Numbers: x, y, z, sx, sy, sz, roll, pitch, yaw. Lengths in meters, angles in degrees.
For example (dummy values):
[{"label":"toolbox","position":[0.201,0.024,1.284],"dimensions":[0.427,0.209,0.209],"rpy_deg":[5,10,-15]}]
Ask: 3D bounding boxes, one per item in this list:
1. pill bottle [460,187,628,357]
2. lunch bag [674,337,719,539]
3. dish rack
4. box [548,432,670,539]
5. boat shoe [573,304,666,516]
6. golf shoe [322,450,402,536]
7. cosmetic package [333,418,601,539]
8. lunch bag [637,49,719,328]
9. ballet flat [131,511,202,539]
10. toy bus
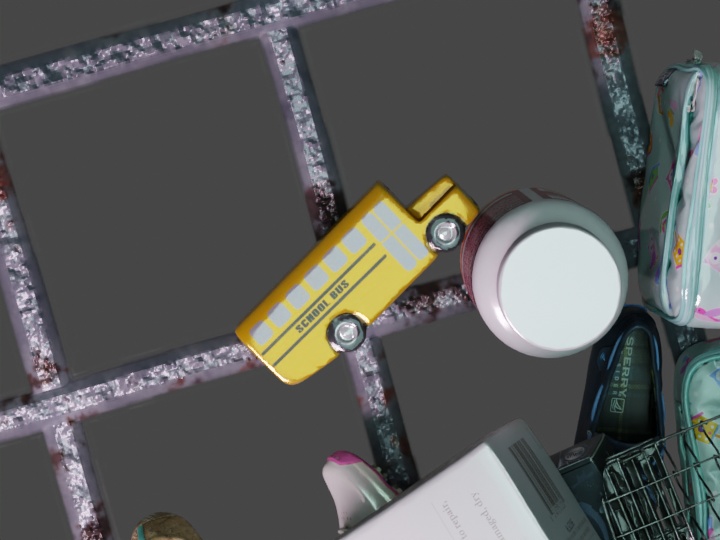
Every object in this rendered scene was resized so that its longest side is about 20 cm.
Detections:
[{"label":"pill bottle","position":[0.133,0.001,1.275],"dimensions":[0.112,0.200,0.114],"rpy_deg":[0,96,0]},{"label":"lunch bag","position":[0.322,0.148,1.347],"dimensions":[0.159,0.077,0.202],"rpy_deg":[-9,95,0]},{"label":"dish rack","position":[0.280,0.167,1.278],"dimensions":[0.199,0.055,0.155],"rpy_deg":[-23,93,4]},{"label":"box","position":[0.168,0.244,1.347],"dimensions":[0.159,0.044,0.201],"rpy_deg":[-27,99,30]},{"label":"boat shoe","position":[0.198,0.129,1.356],"dimensions":[0.083,0.069,0.202],"rpy_deg":[-4,97,0]},{"label":"golf shoe","position":[0.017,0.237,1.354],"dimensions":[0.091,0.075,0.201],"rpy_deg":[-32,95,-22]},{"label":"cosmetic package","position":[0.066,0.232,1.229],"dimensions":[0.199,0.167,0.167],"rpy_deg":[-35,84,13]},{"label":"lunch bag","position":[0.257,-0.061,1.290],"dimensions":[0.076,0.160,0.202],"rpy_deg":[4,97,-1]},{"label":"ballet flat","position":[-0.107,0.274,1.372],"dimensions":[0.200,0.065,0.071],"rpy_deg":[41,97,-4]},{"label":"toy bus","position":[0.000,0.000,1.343],"dimensions":[0.078,0.065,0.200],"rpy_deg":[44,95,-3]}]
